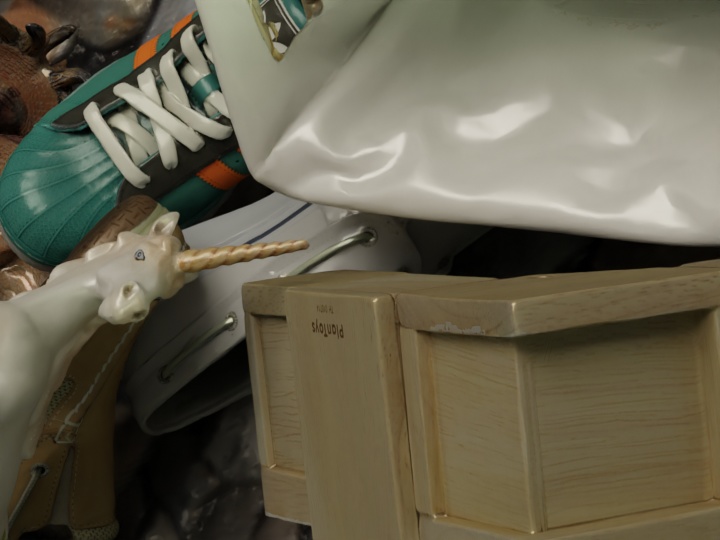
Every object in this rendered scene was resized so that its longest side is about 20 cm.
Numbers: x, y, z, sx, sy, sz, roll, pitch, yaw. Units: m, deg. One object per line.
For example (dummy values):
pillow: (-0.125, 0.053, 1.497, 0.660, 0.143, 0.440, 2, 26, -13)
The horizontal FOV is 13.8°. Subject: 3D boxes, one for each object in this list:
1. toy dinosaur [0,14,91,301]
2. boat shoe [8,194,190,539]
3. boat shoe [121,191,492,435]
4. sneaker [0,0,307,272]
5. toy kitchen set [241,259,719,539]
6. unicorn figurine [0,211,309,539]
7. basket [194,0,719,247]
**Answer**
toy dinosaur: (-0.134, -0.026, 1.132, 0.135, 0.086, 0.200, -37, 53, -8)
boat shoe: (-0.113, 0.066, 1.045, 0.200, 0.076, 0.072, -51, 1, 17)
boat shoe: (0.000, 0.000, 1.051, 0.200, 0.073, 0.067, -27, 62, 24)
sneaker: (-0.045, -0.072, 1.074, 0.200, 0.080, 0.071, -33, 78, -14)
toy kitchen set: (0.083, 0.077, 0.948, 0.200, 0.180, 0.164, -176, 80, -65)
unicorn figurine: (-0.125, 0.054, 0.956, 0.074, 0.137, 0.200, 43, 122, 13)
basket: (0.061, -0.101, 0.939, 0.199, 0.136, 0.124, 6, 41, 27)
